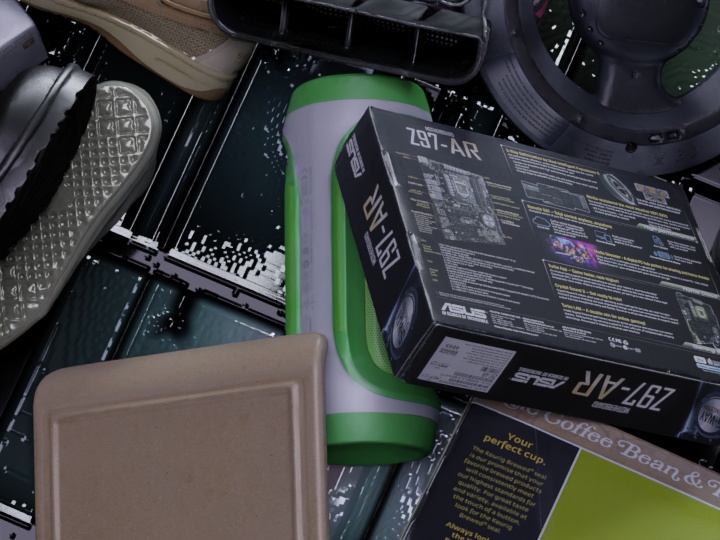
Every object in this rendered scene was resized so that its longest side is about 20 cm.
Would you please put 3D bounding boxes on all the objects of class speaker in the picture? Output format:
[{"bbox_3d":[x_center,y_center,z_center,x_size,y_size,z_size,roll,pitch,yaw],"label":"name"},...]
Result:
[{"bbox_3d":[0.000,0.000,1.566,0.088,0.088,0.200,-1,77,1],"label":"speaker"}]

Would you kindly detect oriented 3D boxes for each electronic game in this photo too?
[{"bbox_3d":[0.151,-0.151,1.596,0.200,0.042,0.200,-1,96,-13],"label":"electronic game"}]

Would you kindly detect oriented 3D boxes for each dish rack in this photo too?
[{"bbox_3d":[0.009,-0.210,1.530,0.153,0.055,0.200,13,112,11],"label":"dish rack"}]

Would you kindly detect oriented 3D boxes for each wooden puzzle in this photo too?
[{"bbox_3d":[-0.092,0.139,1.530,0.185,0.037,0.200,-9,72,31],"label":"wooden puzzle"}]

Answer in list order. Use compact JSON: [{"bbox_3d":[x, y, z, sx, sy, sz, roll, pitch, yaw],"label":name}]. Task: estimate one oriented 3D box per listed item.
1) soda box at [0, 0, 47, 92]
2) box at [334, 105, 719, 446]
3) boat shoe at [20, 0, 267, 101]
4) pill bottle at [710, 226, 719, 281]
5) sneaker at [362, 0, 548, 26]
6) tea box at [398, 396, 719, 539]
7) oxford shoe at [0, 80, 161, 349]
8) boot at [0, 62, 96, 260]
[{"bbox_3d":[-0.273,-0.093,1.606,0.200,0.064,0.068,-37,78,-6],"label":"soda box"},{"bbox_3d":[0.096,0.003,1.501,0.200,0.044,0.160,12,40,-28],"label":"box"},{"bbox_3d":[-0.144,-0.170,1.593,0.200,0.071,0.065,30,110,-14],"label":"boat shoe"},{"bbox_3d":[0.243,-0.018,1.506,0.113,0.200,0.113,0,76,2],"label":"pill bottle"},{"bbox_3d":[0.007,-0.171,1.611,0.200,0.081,0.075,9,80,2],"label":"sneaker"},{"bbox_3d":[0.106,0.191,1.458,0.200,0.134,0.197,24,51,7],"label":"tea box"},{"bbox_3d":[-0.178,-0.021,1.594,0.075,0.058,0.200,42,96,4],"label":"oxford shoe"},{"bbox_3d":[-0.251,-0.057,1.511,0.158,0.079,0.211,35,74,5],"label":"boot"}]
